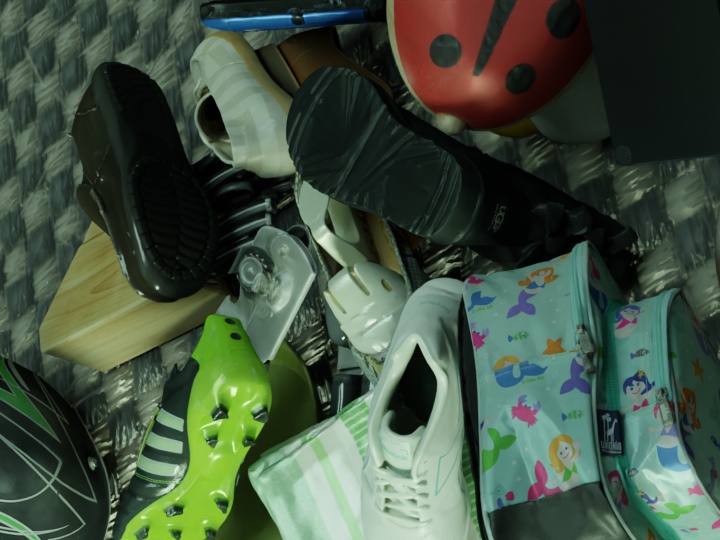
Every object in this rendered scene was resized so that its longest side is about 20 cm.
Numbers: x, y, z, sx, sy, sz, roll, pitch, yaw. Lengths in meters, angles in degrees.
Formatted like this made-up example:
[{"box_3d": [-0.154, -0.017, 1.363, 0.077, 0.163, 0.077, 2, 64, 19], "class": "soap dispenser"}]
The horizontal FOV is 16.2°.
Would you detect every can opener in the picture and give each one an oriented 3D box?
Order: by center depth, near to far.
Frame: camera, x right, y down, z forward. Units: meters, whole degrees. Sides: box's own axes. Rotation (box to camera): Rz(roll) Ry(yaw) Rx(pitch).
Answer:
[{"box_3d": [-0.004, 0.080, 1.627, 0.052, 0.066, 0.202, -10, 73, 45], "class": "can opener"}, {"box_3d": [-0.076, 0.060, 1.668, 0.053, 0.067, 0.201, 38, 114, 26], "class": "can opener"}]

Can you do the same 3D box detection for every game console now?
[{"box_3d": [-0.013, -0.217, 1.633, 0.169, 0.200, 0.119, -3, 94, 4], "class": "game console"}]

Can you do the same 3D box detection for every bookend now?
[{"box_3d": [0.217, -0.180, 1.433, 0.092, 0.198, 0.202, -4, 101, 44], "class": "bookend"}]

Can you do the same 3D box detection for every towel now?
[{"box_3d": [0.035, 0.135, 1.553, 0.199, 0.023, 0.153, -35, 69, 22], "class": "towel"}]

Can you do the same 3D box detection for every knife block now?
[{"box_3d": [-0.124, 0.006, 1.772, 0.175, 0.064, 0.201, 35, 100, 47], "class": "knife block"}]

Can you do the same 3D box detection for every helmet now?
[{"box_3d": [-0.282, 0.152, 1.803, 0.201, 0.199, 0.191, -61, 26, 9], "class": "helmet"}]

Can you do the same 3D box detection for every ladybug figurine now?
[{"box_3d": [0.087, -0.172, 1.447, 0.072, 0.135, 0.201, -129, 56, -84], "class": "ladybug figurine"}]

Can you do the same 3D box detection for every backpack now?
[{"box_3d": [0.130, 0.086, 1.403, 0.150, 0.178, 0.201, -22, 54, 13], "class": "backpack"}]

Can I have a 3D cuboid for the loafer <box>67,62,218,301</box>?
[{"box_3d": [-0.151, -0.049, 1.721, 0.071, 0.073, 0.201, -48, 41, 32], "class": "loafer"}]

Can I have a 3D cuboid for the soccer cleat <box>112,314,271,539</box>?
[{"box_3d": [-0.108, 0.112, 1.622, 0.200, 0.067, 0.081, -59, 34, 39], "class": "soccer cleat"}]

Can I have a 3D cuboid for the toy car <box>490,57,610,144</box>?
[{"box_3d": [0.100, -0.186, 1.550, 0.175, 0.149, 0.201, 33, 100, 47], "class": "toy car"}]

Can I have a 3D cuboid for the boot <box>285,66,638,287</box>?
[{"box_3d": [0.063, -0.047, 1.527, 0.198, 0.162, 0.074, 35, 102, 48], "class": "boot"}]

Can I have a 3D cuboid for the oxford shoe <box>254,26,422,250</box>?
[{"box_3d": [-0.001, -0.091, 1.686, 0.071, 0.071, 0.201, -27, 59, -5], "class": "oxford shoe"}]

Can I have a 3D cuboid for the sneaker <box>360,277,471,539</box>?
[{"box_3d": [0.027, 0.108, 1.482, 0.070, 0.080, 0.202, 12, 112, 17], "class": "sneaker"}]

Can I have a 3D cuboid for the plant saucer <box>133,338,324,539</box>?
[{"box_3d": [-0.084, 0.138, 1.696, 0.199, 0.031, 0.201, -25, 56, 43], "class": "plant saucer"}]

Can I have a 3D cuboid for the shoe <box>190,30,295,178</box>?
[{"box_3d": [-0.087, -0.111, 1.708, 0.200, 0.053, 0.070, -134, 27, -62], "class": "shoe"}]

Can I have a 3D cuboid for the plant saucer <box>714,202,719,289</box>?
[{"box_3d": [0.271, -0.032, 1.406, 0.199, 0.032, 0.202, -20, 61, 41], "class": "plant saucer"}]

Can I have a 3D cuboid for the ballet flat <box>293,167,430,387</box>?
[{"box_3d": [0.000, 0.000, 1.553, 0.072, 0.072, 0.201, -40, 52, 28], "class": "ballet flat"}]
